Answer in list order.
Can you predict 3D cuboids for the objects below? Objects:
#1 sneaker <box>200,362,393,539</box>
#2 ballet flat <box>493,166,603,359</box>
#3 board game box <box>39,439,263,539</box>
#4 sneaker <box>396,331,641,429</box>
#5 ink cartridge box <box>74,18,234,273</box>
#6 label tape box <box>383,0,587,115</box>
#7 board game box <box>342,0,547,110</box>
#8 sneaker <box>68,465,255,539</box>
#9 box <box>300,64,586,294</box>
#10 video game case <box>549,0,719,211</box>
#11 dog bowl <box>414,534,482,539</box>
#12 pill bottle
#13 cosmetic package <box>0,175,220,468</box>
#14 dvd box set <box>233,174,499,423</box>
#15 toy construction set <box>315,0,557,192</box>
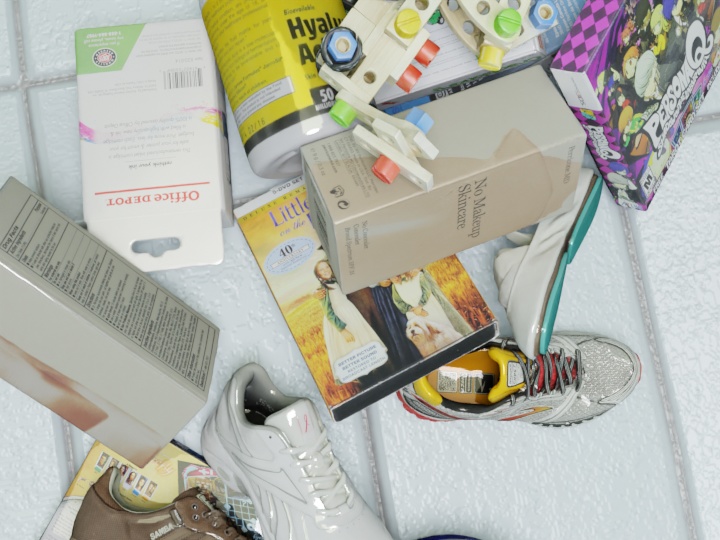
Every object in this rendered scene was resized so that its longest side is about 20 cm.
[{"bbox_3d":[-0.046,0.148,0.726,0.199,0.101,0.077,39,42,26],"label":"sneaker"},{"bbox_3d":[0.140,-0.012,0.782,0.068,0.070,0.202,27,51,2],"label":"ballet flat"},{"bbox_3d":[-0.142,0.218,0.778,0.197,0.035,0.137,30,82,3],"label":"board game box"},{"bbox_3d":[0.127,0.089,0.782,0.195,0.082,0.080,-6,81,-3],"label":"sneaker"},{"bbox_3d":[-0.166,-0.094,0.810,0.114,0.067,0.205,-5,80,-1],"label":"ink cartridge box"},{"bbox_3d":[0.096,-0.217,0.828,0.197,0.063,0.147,-25,81,25],"label":"label tape box"},{"bbox_3d":[0.042,-0.207,0.800,0.196,0.034,0.129,-13,87,26],"label":"board game box"},{"bbox_3d":[-0.116,0.203,0.729,0.196,0.071,0.077,16,75,0],"label":"sneaker"},{"bbox_3d":[0.061,-0.068,0.739,0.196,0.096,0.079,-21,57,-8],"label":"box"},{"bbox_3d":[0.234,-0.180,0.782,0.035,0.181,0.202,20,72,40],"label":"video game case"},{"bbox_3d":[0.071,0.307,0.748,0.195,0.079,0.205,0,81,-2],"label":"dog bowl"},{"bbox_3d":[-0.063,-0.184,0.771,0.109,0.111,0.204,-19,84,-4],"label":"pill bottle"},{"bbox_3d":[-0.208,0.040,0.724,0.199,0.104,0.087,40,112,-19],"label":"cosmetic package"},{"bbox_3d":[0.000,0.000,0.780,0.144,0.030,0.202,-25,59,-6],"label":"dvd box set"},{"bbox_3d":[0.046,-0.149,0.691,0.130,0.092,0.202,36,69,-6],"label":"toy construction set"}]
